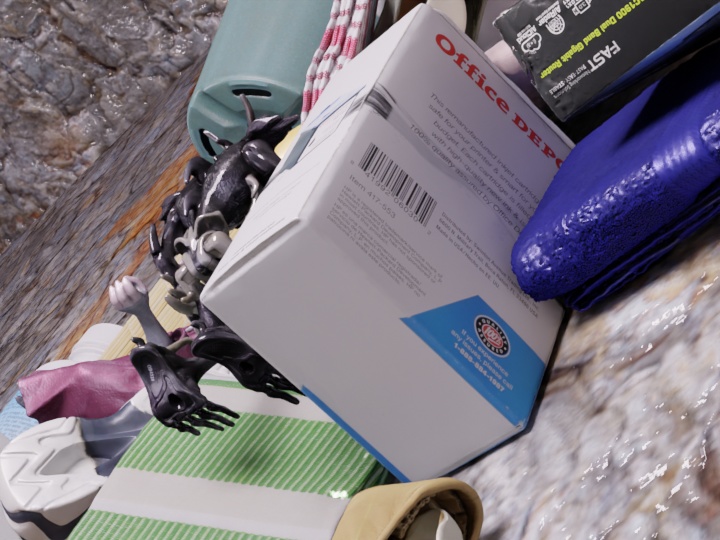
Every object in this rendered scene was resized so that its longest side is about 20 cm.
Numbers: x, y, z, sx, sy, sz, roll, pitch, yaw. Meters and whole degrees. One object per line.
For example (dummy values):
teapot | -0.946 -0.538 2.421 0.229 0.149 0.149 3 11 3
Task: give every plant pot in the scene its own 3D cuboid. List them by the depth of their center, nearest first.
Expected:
plant pot | -0.040 -0.170 1.449 0.200 0.200 0.196 -31 28 48

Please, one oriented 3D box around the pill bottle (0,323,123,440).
pill bottle | -0.213 0.136 1.254 0.109 0.109 0.200 -28 23 52

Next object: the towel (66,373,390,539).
towel | -0.070 0.130 0.881 0.152 0.023 0.200 5 44 27

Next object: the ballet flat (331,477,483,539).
ballet flat | 0.005 0.146 0.684 0.063 0.069 0.200 -23 25 28

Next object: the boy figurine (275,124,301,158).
boy figurine | -0.013 -0.061 1.217 0.200 0.124 0.064 -41 52 21

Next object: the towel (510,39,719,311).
towel | 0.167 -0.065 0.831 0.200 0.050 0.148 -36 11 38

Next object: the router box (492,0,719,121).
router box | 0.179 -0.158 0.847 0.200 0.062 0.150 -29 -5 -43

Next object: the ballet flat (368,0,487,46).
ballet flat | 0.040 -0.132 1.060 0.200 0.067 0.064 97 167 -52

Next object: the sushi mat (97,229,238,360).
sushi mat | -0.111 0.031 1.175 0.200 0.012 0.096 -52 50 15

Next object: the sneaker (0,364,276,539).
sneaker | -0.100 0.128 1.014 0.199 0.080 0.130 -21 -38 -17

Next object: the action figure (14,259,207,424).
action figure | -0.108 0.069 1.062 0.200 0.149 0.134 -23 1 31

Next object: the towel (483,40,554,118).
towel | 0.103 -0.113 1.027 0.200 0.032 0.191 -36 -8 35

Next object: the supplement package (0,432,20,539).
supplement package | -0.244 0.172 1.055 0.117 0.200 0.117 -31 21 48

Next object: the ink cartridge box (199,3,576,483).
ink cartridge box | 0.029 -0.017 0.881 0.086 0.146 0.200 -36 17 37

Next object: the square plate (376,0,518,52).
square plate | 0.042 -0.201 1.088 0.028 0.200 0.198 -40 0 -27

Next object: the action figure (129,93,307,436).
action figure | -0.059 -0.002 0.937 0.119 0.102 0.200 -32 32 30

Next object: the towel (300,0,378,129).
towel | -0.019 -0.102 1.067 0.146 0.030 0.200 99 -176 -50
